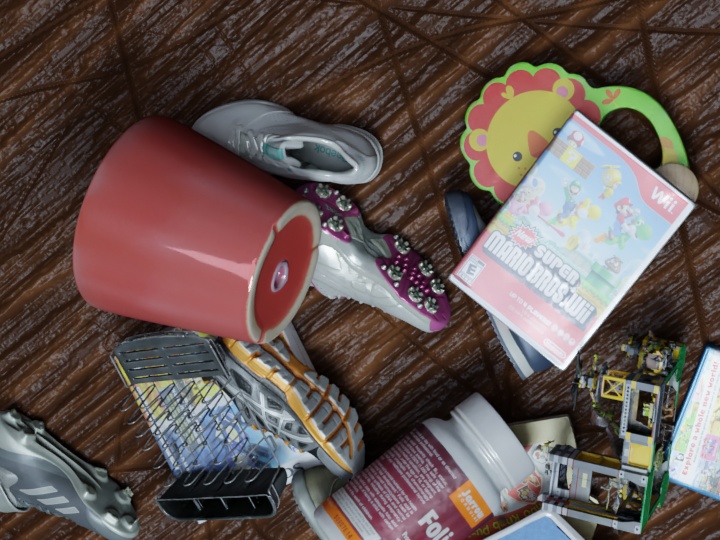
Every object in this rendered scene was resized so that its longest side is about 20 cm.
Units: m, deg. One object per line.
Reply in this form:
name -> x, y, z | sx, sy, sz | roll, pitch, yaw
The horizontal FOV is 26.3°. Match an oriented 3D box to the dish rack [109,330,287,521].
dish rack -> -0.166, 0.151, 1.514 | 0.152, 0.055, 0.202 | -9, 118, 34

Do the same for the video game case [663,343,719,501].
video game case -> 0.409, 0.173, 1.520 | 0.198, 0.018, 0.145 | 20, 105, 5

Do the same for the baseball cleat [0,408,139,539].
baseball cleat -> -0.326, 0.237, 1.647 | 0.200, 0.070, 0.107 | 41, 112, 10

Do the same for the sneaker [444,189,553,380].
sneaker -> 0.149, 0.002, 1.511 | 0.081, 0.070, 0.202 | -25, 102, 6

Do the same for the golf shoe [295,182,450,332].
golf shoe -> 0.000, 0.000, 1.539 | 0.199, 0.075, 0.092 | 40, 127, -2

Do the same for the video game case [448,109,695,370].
video game case -> 0.196, -0.027, 1.444 | 0.143, 0.017, 0.201 | 38, 103, 4

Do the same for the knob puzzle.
knob puzzle -> 0.149, 0.254, 1.576 | 0.216, 0.030, 0.223 | 2, 101, 9

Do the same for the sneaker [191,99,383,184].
sneaker -> -0.081, -0.122, 1.509 | 0.197, 0.088, 0.076 | 7, 104, 14

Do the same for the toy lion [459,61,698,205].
toy lion -> 0.203, -0.116, 1.480 | 0.198, 0.069, 0.194 | -23, 89, 14

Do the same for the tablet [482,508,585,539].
tablet -> 0.156, 0.316, 1.545 | 0.130, 0.014, 0.199 | 45, 127, -15

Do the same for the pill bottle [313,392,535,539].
pill bottle -> 0.064, 0.217, 1.488 | 0.199, 0.114, 0.115 | -38, 94, -4

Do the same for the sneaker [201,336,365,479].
sneaker -> -0.075, 0.135, 1.531 | 0.200, 0.078, 0.077 | 46, 116, 1

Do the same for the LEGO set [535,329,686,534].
LEGO set -> 0.235, 0.151, 1.479 | 0.114, 0.154, 0.203 | 11, 116, 21

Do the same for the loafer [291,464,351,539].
loafer -> 0.006, 0.275, 1.572 | 0.069, 0.075, 0.201 | -31, 112, 9

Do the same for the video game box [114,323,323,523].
video game box -> -0.131, 0.137, 1.595 | 0.181, 0.047, 0.202 | -26, 96, 11

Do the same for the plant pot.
plant pot -> -0.145, -0.026, 1.457 | 0.176, 0.200, 0.203 | 21, 105, 19
